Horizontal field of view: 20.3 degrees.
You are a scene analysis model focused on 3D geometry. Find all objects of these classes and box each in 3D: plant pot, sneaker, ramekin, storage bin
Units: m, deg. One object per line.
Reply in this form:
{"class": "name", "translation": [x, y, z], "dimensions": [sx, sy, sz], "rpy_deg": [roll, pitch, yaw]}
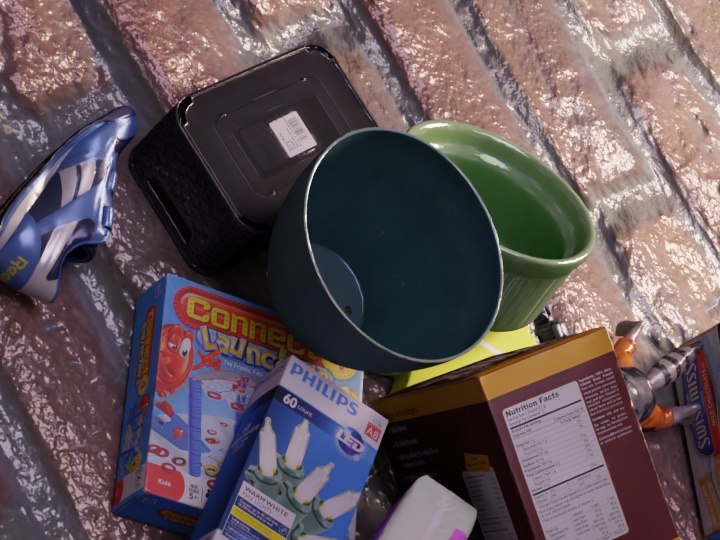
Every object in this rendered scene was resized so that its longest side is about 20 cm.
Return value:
{"class": "plant pot", "translation": [0.000, 0.000, 1.666], "dimensions": [0.199, 0.134, 0.202], "rpy_deg": [16, 62, -32]}
{"class": "sneaker", "translation": [-0.236, -0.055, 1.649], "dimensions": [0.082, 0.074, 0.200], "rpy_deg": [43, 56, -11]}
{"class": "ramekin", "translation": [0.104, -0.037, 1.825], "dimensions": [0.199, 0.098, 0.201], "rpy_deg": [22, 31, -14]}
{"class": "storage bin", "translation": [-0.085, -0.099, 1.768], "dimensions": [0.199, 0.094, 0.136], "rpy_deg": [-29, 84, -41]}

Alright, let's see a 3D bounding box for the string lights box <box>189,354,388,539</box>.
{"class": "string lights box", "translation": [-0.060, 0.178, 1.580], "dimensions": [0.102, 0.059, 0.201], "rpy_deg": [34, 50, -15]}

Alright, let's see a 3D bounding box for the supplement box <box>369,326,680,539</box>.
{"class": "supplement box", "translation": [0.134, 0.172, 1.673], "dimensions": [0.132, 0.197, 0.202], "rpy_deg": [-18, 89, -28]}

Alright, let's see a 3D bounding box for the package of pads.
{"class": "package of pads", "translation": [0.003, 0.277, 1.585], "dimensions": [0.068, 0.155, 0.200], "rpy_deg": [35, 47, 1]}

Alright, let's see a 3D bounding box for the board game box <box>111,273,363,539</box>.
{"class": "board game box", "translation": [-0.095, 0.127, 1.660], "dimensions": [0.199, 0.056, 0.197], "rpy_deg": [20, 56, -27]}

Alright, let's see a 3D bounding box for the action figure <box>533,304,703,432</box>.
{"class": "action figure", "translation": [0.237, 0.091, 1.890], "dimensions": [0.193, 0.104, 0.201], "rpy_deg": [-23, 89, -57]}

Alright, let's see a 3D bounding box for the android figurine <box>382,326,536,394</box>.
{"class": "android figurine", "translation": [0.094, 0.093, 1.828], "dimensions": [0.181, 0.041, 0.201], "rpy_deg": [31, 52, -19]}

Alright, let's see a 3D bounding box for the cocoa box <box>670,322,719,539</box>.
{"class": "cocoa box", "translation": [0.404, 0.153, 1.962], "dimensions": [0.132, 0.131, 0.202], "rpy_deg": [10, 60, -33]}
